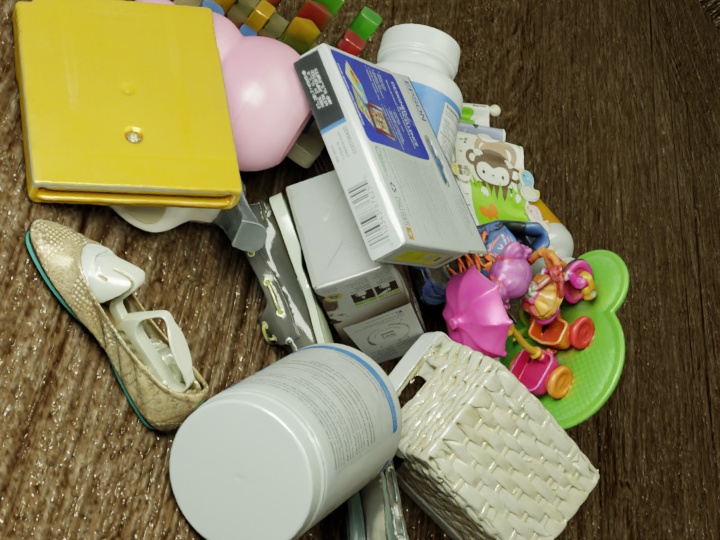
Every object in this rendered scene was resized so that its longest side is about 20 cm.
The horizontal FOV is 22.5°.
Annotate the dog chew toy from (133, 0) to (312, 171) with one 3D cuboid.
[{"bbox_3d":[-0.140,-0.178,1.648,0.200,0.125,0.125,32,28,0],"label":"dog chew toy"}]

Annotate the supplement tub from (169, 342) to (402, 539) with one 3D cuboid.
[{"bbox_3d":[-0.057,0.142,1.495,0.132,0.132,0.200,63,25,1],"label":"supplement tub"}]

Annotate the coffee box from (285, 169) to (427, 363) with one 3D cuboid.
[{"bbox_3d":[0.000,0.000,1.723,0.200,0.080,0.113,63,9,-62],"label":"coffee box"}]

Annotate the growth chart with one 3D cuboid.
[{"bbox_3d":[0.134,-0.102,1.980,0.144,0.018,0.201,-3,65,-33],"label":"growth chart"}]

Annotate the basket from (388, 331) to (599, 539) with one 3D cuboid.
[{"bbox_3d":[0.113,0.175,1.733,0.200,0.136,0.123,47,-15,-28],"label":"basket"}]

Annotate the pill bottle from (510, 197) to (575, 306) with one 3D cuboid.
[{"bbox_3d":[0.171,-0.034,2.055,0.200,0.111,0.111,52,18,29],"label":"pill bottle"}]

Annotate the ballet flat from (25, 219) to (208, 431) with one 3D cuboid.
[{"bbox_3d":[-0.185,0.033,1.434,0.200,0.065,0.071,56,26,-14],"label":"ballet flat"}]

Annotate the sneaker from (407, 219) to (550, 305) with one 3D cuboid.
[{"bbox_3d":[0.119,-0.020,1.845,0.200,0.078,0.076,-22,91,-48],"label":"sneaker"}]

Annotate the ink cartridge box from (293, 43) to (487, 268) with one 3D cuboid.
[{"bbox_3d":[0.029,-0.099,1.661,0.198,0.047,0.200,67,19,13],"label":"ink cartridge box"}]

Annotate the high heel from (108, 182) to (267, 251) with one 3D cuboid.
[{"bbox_3d":[-0.183,-0.086,1.597,0.200,0.072,0.143,27,12,-27],"label":"high heel"}]

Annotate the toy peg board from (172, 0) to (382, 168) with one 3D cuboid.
[{"bbox_3d":[-0.083,-0.232,1.777,0.200,0.098,0.199,36,31,-7],"label":"toy peg board"}]

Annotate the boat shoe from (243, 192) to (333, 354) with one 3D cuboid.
[{"bbox_3d":[-0.068,0.033,1.668,0.072,0.060,0.202,60,12,-82],"label":"boat shoe"}]

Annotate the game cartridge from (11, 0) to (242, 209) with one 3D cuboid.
[{"bbox_3d":[-0.198,-0.142,1.517,0.176,0.032,0.201,2,55,-20],"label":"game cartridge"}]

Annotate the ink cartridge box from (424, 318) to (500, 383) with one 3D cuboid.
[{"bbox_3d":[0.128,0.142,1.921,0.200,0.067,0.117,35,36,-45],"label":"ink cartridge box"}]

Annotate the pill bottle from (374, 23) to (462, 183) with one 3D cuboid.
[{"bbox_3d":[0.041,-0.139,1.811,0.112,0.112,0.201,35,59,-45],"label":"pill bottle"}]

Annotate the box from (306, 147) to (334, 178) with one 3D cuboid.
[{"bbox_3d":[0.019,-0.125,1.955,0.200,0.075,0.100,-4,68,-60],"label":"box"}]

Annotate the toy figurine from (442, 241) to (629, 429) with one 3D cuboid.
[{"bbox_3d":[0.164,0.038,1.796,0.184,0.150,0.201,33,81,-46],"label":"toy figurine"}]

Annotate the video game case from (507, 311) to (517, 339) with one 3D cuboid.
[{"bbox_3d":[0.130,0.028,1.995,0.200,0.023,0.182,48,4,-22],"label":"video game case"}]

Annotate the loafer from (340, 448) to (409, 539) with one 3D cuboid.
[{"bbox_3d":[0.014,0.189,1.638,0.072,0.063,0.201,104,-13,-55],"label":"loafer"}]
